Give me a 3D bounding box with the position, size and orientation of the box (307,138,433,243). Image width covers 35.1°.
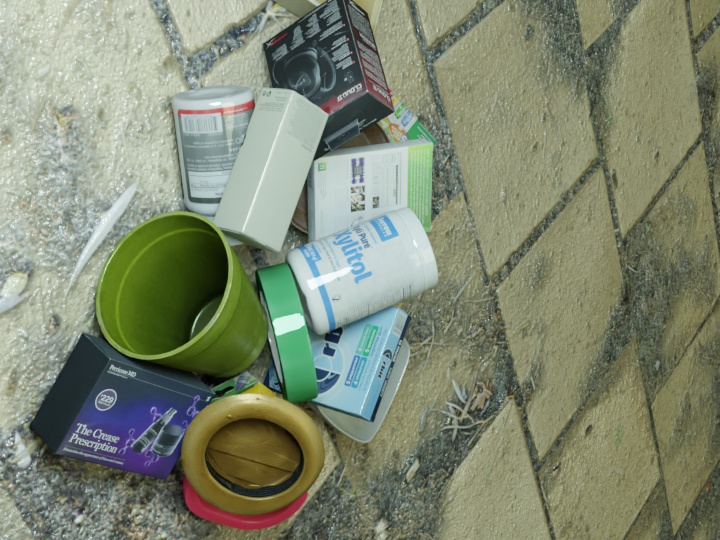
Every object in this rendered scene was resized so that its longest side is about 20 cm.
[{"bbox_3d":[0.015,-0.117,1.726,0.198,0.036,0.146,-9,114,-21],"label":"box"}]

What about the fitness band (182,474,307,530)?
[{"bbox_3d":[-0.170,0.322,1.690,0.199,0.038,0.144,29,117,-38],"label":"fitness band"}]

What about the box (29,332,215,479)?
[{"bbox_3d":[-0.308,0.181,1.494,0.199,0.079,0.142,27,92,-50],"label":"box"}]

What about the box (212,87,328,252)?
[{"bbox_3d":[-0.118,-0.133,1.506,0.082,0.068,0.202,29,78,-47],"label":"box"}]

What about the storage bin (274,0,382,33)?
[{"bbox_3d":[-0.049,-0.469,1.674,0.199,0.093,0.201,21,83,-51],"label":"storage bin"}]

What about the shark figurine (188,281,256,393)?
[{"bbox_3d":[-0.174,0.140,1.673,0.128,0.089,0.217,-24,115,-45],"label":"shark figurine"}]

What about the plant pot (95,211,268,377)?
[{"bbox_3d":[-0.218,0.053,1.530,0.202,0.198,0.193,-67,151,-14],"label":"plant pot"}]

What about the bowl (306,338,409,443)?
[{"bbox_3d":[-0.017,0.166,1.882,0.200,0.074,0.202,45,63,-46],"label":"bowl"}]

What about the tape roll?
[{"bbox_3d":[-0.108,0.092,1.651,0.048,0.201,0.203,-14,114,-9],"label":"tape roll"}]

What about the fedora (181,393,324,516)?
[{"bbox_3d":[-0.149,0.240,1.571,0.198,0.082,0.203,-4,113,-8],"label":"fedora"}]

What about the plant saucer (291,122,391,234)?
[{"bbox_3d":[-0.043,-0.151,1.724,0.198,0.037,0.203,-10,114,-23],"label":"plant saucer"}]

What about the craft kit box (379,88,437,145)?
[{"bbox_3d":[0.012,-0.192,1.822,0.200,0.048,0.199,42,69,-32],"label":"craft kit box"}]

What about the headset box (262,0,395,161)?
[{"bbox_3d":[-0.045,-0.265,1.603,0.077,0.148,0.202,25,43,-52],"label":"headset box"}]

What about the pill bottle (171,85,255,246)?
[{"bbox_3d":[-0.192,-0.143,1.559,0.113,0.113,0.203,-25,118,-45],"label":"pill bottle"}]

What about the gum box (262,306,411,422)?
[{"bbox_3d":[-0.038,0.124,1.744,0.044,0.198,0.172,35,72,-49],"label":"gum box"}]

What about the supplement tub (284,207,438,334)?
[{"bbox_3d":[0.000,0.000,1.673,0.198,0.132,0.133,-23,121,-10],"label":"supplement tub"}]

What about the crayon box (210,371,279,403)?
[{"bbox_3d":[-0.161,0.237,1.678,0.200,0.125,0.052,47,23,-45],"label":"crayon box"}]
